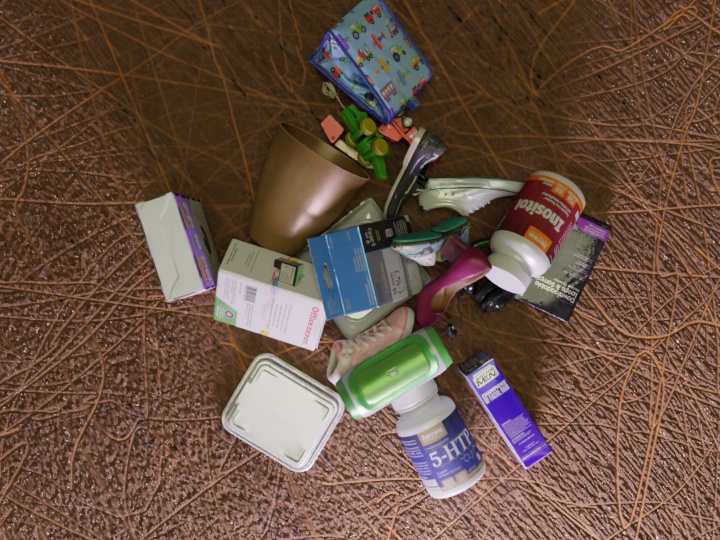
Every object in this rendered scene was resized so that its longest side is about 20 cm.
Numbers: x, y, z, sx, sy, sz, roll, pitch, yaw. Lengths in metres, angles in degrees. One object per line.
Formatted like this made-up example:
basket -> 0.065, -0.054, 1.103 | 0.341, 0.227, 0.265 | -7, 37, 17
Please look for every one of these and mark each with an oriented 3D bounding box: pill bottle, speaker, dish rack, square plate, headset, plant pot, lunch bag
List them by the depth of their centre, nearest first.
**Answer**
pill bottle -> 0.299, -0.065, 1.251 | 0.113, 0.113, 0.201 | 34, 77, -2
speaker -> 0.059, 0.179, 1.255 | 0.199, 0.088, 0.089 | -31, 92, 1
plant pot -> -0.111, -0.129, 1.276 | 0.186, 0.186, 0.201 | 31, 104, -2
lunch bag -> 0.036, -0.368, 1.280 | 0.200, 0.094, 0.151 | 44, 59, -8
pill bottle -> 0.134, 0.298, 1.310 | 0.119, 0.120, 0.201 | -28, 92, 0
headset -> 0.221, 0.036, 1.327 | 0.123, 0.094, 0.200 | 34, 81, 23
dish rack -> -0.148, 0.271, 1.343 | 0.199, 0.044, 0.172 | 31, 92, -1
square plate -> 0.000, 0.000, 1.344 | 0.198, 0.028, 0.200 | -37, 92, 1

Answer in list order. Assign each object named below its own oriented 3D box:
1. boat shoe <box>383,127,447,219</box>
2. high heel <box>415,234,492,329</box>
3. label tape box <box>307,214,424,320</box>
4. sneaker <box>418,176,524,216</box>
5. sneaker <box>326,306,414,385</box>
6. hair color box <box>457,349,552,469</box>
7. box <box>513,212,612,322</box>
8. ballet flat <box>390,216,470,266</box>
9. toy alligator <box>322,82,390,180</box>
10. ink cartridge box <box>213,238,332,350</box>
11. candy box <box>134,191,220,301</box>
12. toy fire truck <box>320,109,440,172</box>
boat shoe -> 0.095, -0.158, 1.277 | 0.062, 0.073, 0.201 | 25, 131, 3
high heel -> 0.160, 0.043, 1.255 | 0.067, 0.096, 0.201 | -14, 133, -37
label tape box -> 0.016, -0.007, 1.241 | 0.199, 0.063, 0.145 | -16, 93, -45
sneaker -> 0.203, -0.138, 1.329 | 0.198, 0.073, 0.071 | 1, 101, 8
sneaker -> 0.012, 0.138, 1.316 | 0.104, 0.075, 0.201 | 32, 95, -19
hair color box -> 0.262, 0.251, 1.316 | 0.065, 0.109, 0.201 | -35, 92, 0
box -> 0.365, -0.021, 1.346 | 0.142, 0.036, 0.201 | 24, 93, -1
ballet flat -> 0.131, -0.043, 1.273 | 0.199, 0.074, 0.075 | -19, 93, -40
toy alligator -> 0.004, -0.256, 1.277 | 0.054, 0.059, 0.201 | -34, 94, -40
ink cartridge box -> -0.153, 0.045, 1.280 | 0.199, 0.145, 0.084 | 18, 48, -2
candy box -> -0.308, -0.041, 1.252 | 0.071, 0.200, 0.169 | -18, 92, 0
toy fire truck -> 0.037, -0.237, 1.327 | 0.141, 0.049, 0.200 | -42, 93, 1
